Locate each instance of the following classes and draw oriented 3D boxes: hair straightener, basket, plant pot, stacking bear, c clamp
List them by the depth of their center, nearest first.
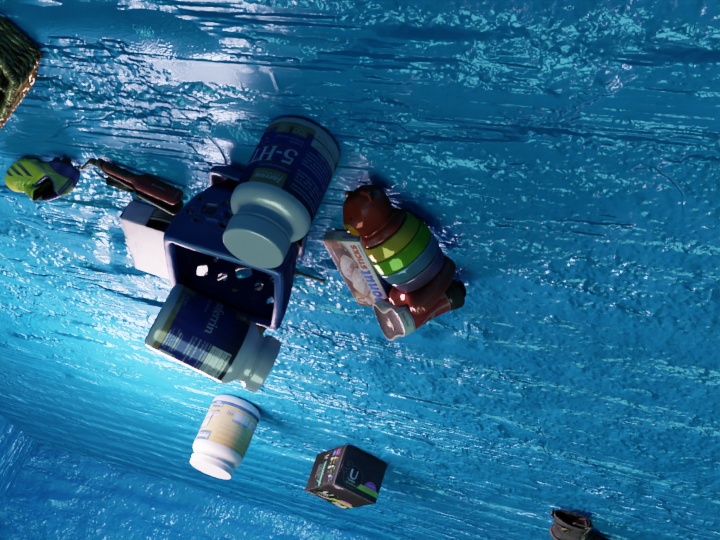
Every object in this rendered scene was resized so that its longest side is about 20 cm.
[{"bbox_3d":[-0.597,-0.308,1.165,0.200,0.149,0.143,33,148,-17],"label":"basket"},{"bbox_3d":[0.048,-0.046,1.224,0.200,0.114,0.121,49,168,-22],"label":"stacking bear"},{"bbox_3d":[-0.191,-0.045,1.300,0.200,0.180,0.200,19,151,4],"label":"plant pot"},{"bbox_3d":[-0.410,-0.145,1.414,0.200,0.041,0.077,20,150,3],"label":"hair straightener"},{"bbox_3d":[-0.196,0.020,1.508,0.200,0.027,0.171,-18,147,42],"label":"c clamp"}]

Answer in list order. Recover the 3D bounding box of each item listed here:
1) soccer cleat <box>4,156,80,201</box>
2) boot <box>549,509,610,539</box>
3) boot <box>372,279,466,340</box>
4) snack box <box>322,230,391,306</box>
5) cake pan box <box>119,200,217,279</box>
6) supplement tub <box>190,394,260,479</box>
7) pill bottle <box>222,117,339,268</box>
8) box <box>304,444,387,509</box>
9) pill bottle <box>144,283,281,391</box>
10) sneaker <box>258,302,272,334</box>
[{"bbox_3d":[-0.603,-0.163,1.464,0.200,0.084,0.065,0,144,33],"label":"soccer cleat"},{"bbox_3d":[0.599,0.707,2.122,0.200,0.069,0.174,16,150,14],"label":"boot"},{"bbox_3d":[0.106,0.061,1.377,0.072,0.144,0.200,66,166,-4],"label":"boot"},{"bbox_3d":[0.000,0.000,1.406,0.072,0.024,0.200,3,145,24],"label":"snack box"},{"bbox_3d":[-0.362,-0.043,1.541,0.184,0.052,0.200,16,150,5],"label":"cake pan box"},{"bbox_3d":[-0.380,0.466,2.217,0.145,0.200,0.145,16,149,10],"label":"supplement tub"},{"bbox_3d":[-0.116,-0.109,1.130,0.120,0.200,0.120,15,149,9],"label":"pill bottle"},{"bbox_3d":[-0.044,0.603,2.303,0.148,0.124,0.200,30,148,-17],"label":"box"},{"bbox_3d":[-0.238,0.114,1.294,0.200,0.116,0.116,28,149,-13],"label":"pill bottle"},{"bbox_3d":[-0.255,0.065,1.642,0.200,0.076,0.070,30,168,30],"label":"sneaker"}]
